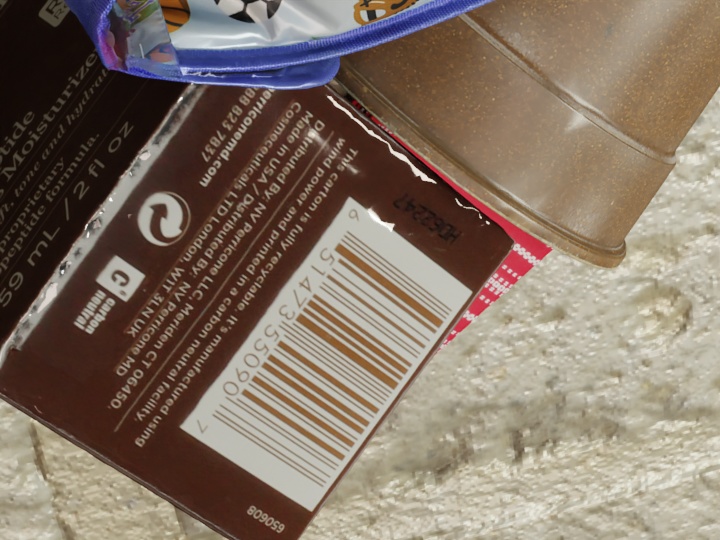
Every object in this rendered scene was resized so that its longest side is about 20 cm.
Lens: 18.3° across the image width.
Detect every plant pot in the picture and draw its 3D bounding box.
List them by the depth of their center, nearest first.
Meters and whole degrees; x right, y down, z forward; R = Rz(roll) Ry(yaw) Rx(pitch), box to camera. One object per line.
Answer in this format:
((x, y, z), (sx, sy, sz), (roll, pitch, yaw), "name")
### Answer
((0.091, -0.140, 0.903), (0.200, 0.200, 0.198), (30, 107, -31), "plant pot")

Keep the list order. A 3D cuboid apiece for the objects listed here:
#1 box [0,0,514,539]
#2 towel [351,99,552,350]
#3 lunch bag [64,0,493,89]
((-0.081, -0.018, 0.907), (0.164, 0.200, 0.166), (36, 90, -35), "box")
((0.000, 0.000, 1.085), (0.200, 0.023, 0.144), (-43, 126, 18), "towel")
((-0.026, -0.159, 0.777), (0.199, 0.170, 0.124), (-23, 140, -9), "lunch bag")
